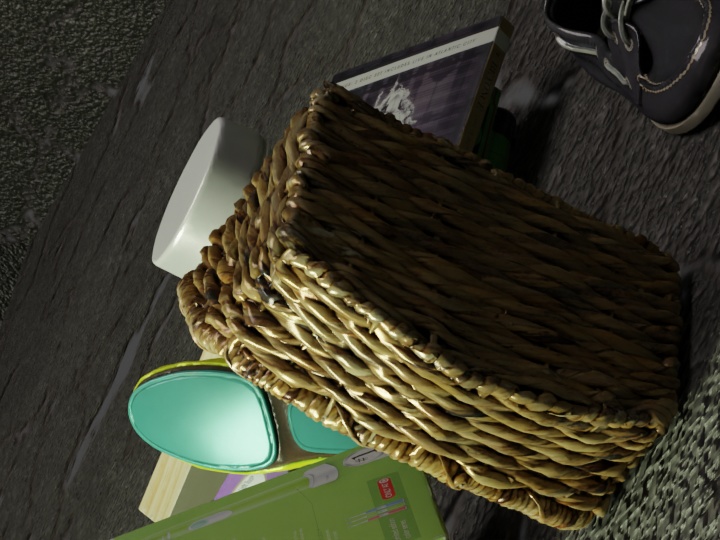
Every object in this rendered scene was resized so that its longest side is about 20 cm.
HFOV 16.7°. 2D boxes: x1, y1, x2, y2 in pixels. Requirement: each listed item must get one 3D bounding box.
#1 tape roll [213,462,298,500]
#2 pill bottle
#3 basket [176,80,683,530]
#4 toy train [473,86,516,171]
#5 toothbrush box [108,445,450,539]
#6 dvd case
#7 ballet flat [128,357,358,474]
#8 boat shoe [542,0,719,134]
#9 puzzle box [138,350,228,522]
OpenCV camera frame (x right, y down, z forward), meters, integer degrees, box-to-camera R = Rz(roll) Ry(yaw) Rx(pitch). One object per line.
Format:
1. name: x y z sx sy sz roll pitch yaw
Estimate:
1. tape roll: -0.058 0.192 1.452 0.201 0.065 0.200 -60 13 23
2. pill bottle: 0.000 0.000 1.257 0.111 0.199 0.111 -59 14 25
3. basket: 0.024 0.043 1.084 0.149 0.199 0.143 -52 20 39
4. toy train: 0.054 -0.028 1.420 0.042 0.056 0.201 -27 37 46
5. toothbrush box: -0.048 0.167 1.160 0.146 0.199 0.086 -115 6 -73
6. dvd case: 0.008 -0.049 1.430 0.148 0.016 0.201 -15 46 46
7. ballet flat: -0.034 0.077 1.386 0.067 0.199 0.067 -27 -68 -57
8. boat shoe: 0.138 -0.117 1.224 0.073 0.062 0.200 -64 13 5
9. puzzle box: -0.071 0.068 1.631 0.133 0.025 0.201 -25 -35 -56
